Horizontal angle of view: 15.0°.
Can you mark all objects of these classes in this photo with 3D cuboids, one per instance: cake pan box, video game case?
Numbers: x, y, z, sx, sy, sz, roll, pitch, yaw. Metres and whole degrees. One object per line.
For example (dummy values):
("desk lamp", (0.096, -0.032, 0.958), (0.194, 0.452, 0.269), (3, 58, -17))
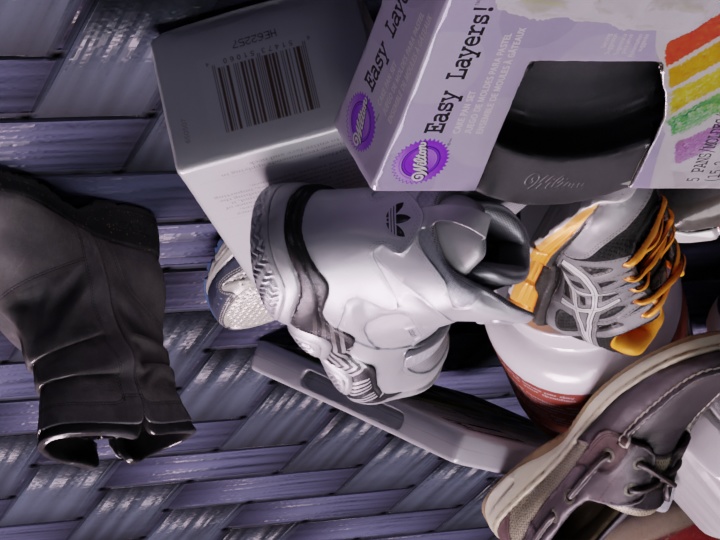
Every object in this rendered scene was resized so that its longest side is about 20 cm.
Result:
("cake pan box", (0.102, -0.115, 1.149), (0.184, 0.052, 0.200), (1, 133, -26))
("video game case", (0.062, 0.094, 1.632), (0.200, 0.022, 0.182), (16, -176, -45))

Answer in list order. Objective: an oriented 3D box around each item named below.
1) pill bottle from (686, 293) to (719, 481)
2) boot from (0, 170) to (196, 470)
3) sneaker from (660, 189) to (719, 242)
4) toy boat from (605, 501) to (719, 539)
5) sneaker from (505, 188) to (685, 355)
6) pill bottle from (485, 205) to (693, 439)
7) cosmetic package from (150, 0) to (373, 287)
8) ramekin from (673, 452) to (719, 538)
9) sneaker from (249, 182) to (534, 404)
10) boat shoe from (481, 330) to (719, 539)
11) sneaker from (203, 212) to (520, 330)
("pill bottle", (0.262, 0.028, 1.503), (0.120, 0.120, 0.200), (9, 124, -44))
("boot", (-0.162, 0.027, 1.341), (0.200, 0.132, 0.070), (8, 152, -42))
("sneaker", (0.215, -0.088, 1.359), (0.200, 0.077, 0.082), (-29, 146, 11))
("toy boat", (0.274, 0.243, 2.153), (0.130, 0.131, 0.200), (-26, 156, 31))
("sneaker", (0.125, -0.012, 1.339), (0.077, 0.078, 0.200), (30, 165, 6))
("pill bottle", (0.128, 0.027, 1.532), (0.112, 0.112, 0.200), (-15, 160, 6))
("cosmetic package", (-0.025, -0.056, 1.293), (0.102, 0.074, 0.200), (-14, 161, 4))
("ramekin", (0.266, 0.086, 1.677), (0.202, 0.094, 0.202), (-33, -179, 1))
("sneaker", (0.033, 0.010, 1.265), (0.115, 0.075, 0.200), (-5, 159, 19))
("boat shoe", (0.144, 0.105, 1.488), (0.072, 0.065, 0.200), (2, 144, -44))
("sneaker", (0.000, 0.000, 1.431), (0.200, 0.085, 0.077), (-25, 156, 32))
